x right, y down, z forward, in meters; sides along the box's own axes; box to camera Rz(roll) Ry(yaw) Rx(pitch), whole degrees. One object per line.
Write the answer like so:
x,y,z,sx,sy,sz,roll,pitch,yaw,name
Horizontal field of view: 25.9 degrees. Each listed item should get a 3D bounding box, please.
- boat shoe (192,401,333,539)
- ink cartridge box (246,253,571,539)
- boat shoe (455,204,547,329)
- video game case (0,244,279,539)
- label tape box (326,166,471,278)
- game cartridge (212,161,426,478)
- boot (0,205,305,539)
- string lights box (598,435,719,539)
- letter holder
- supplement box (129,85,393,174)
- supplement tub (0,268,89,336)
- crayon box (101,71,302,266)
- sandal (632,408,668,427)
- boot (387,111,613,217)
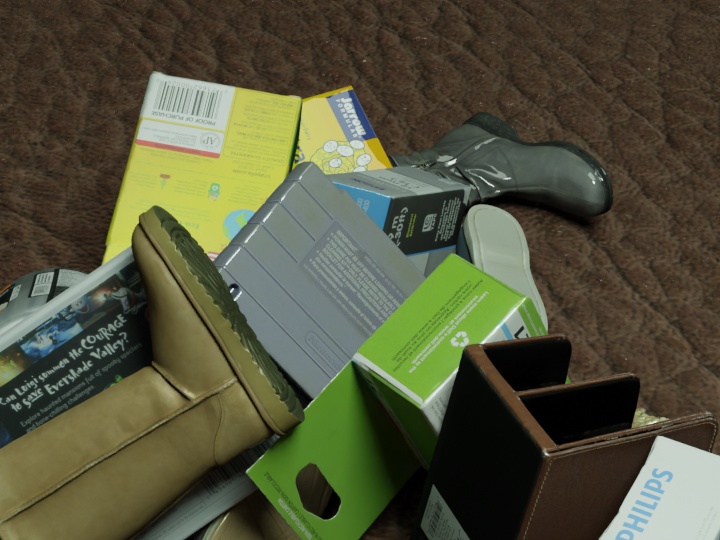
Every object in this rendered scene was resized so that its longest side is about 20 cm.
-0.060,0.146,1.124,0.065,0.072,0.200,1,41,42,boat shoe
0.042,0.113,1.043,0.200,0.148,0.076,-47,49,-14,ink cartridge box
0.104,0.031,1.286,0.075,0.062,0.200,10,43,-16,boat shoe
-0.163,0.102,1.033,0.200,0.182,0.023,-34,12,-1,video game case
0.000,0.000,1.201,0.066,0.143,0.200,21,16,25,label tape box
-0.010,0.035,1.107,0.130,0.200,0.038,-52,21,-26,game cartridge
-0.160,0.082,0.985,0.200,0.175,0.066,-32,-2,6,boot
0.172,0.209,0.929,0.059,0.200,0.103,19,40,22,string lights box
0.126,0.146,0.999,0.142,0.200,0.101,-8,40,-27,letter holder
-0.081,-0.059,1.321,0.200,0.110,0.109,-18,64,-16,supplement box
-0.220,0.067,1.134,0.122,0.123,0.200,-4,11,-8,supplement tub
-0.123,-0.053,1.220,0.127,0.051,0.200,10,58,0,crayon box
0.218,0.141,1.135,0.078,0.070,0.212,-6,37,-10,sandal
0.123,-0.075,1.443,0.132,0.070,0.200,-29,35,-31,boot
